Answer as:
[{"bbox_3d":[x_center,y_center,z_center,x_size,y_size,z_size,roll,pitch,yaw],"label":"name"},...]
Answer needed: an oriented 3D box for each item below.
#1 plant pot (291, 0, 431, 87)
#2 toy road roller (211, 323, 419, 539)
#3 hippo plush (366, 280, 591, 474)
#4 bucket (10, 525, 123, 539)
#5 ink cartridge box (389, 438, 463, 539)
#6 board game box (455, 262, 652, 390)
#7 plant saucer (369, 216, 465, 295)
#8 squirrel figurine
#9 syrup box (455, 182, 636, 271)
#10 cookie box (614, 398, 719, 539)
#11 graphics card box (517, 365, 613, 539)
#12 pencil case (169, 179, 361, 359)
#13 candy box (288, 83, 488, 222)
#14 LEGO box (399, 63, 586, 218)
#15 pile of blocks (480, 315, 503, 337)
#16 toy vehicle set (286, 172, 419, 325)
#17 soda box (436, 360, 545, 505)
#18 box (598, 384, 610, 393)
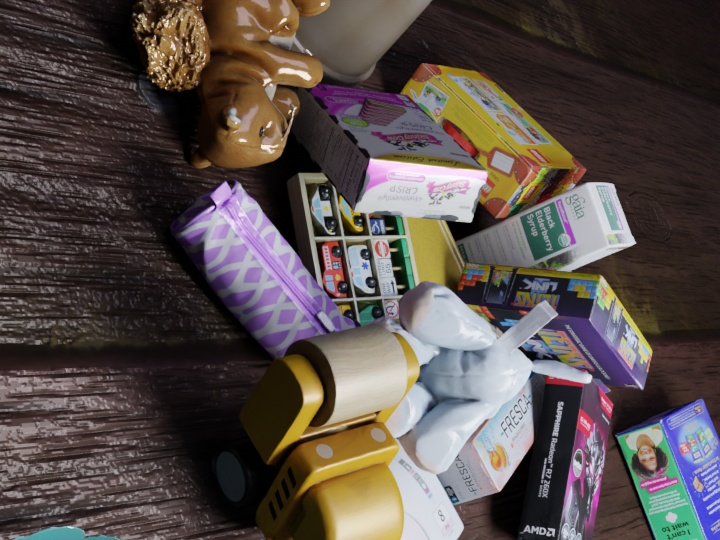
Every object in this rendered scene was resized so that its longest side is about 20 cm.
[{"bbox_3d":[-0.008,-0.317,1.322,0.200,0.173,0.201,30,48,-40],"label":"plant pot"},{"bbox_3d":[-0.018,0.155,0.968,0.123,0.200,0.146,-10,52,-40],"label":"toy road roller"},{"bbox_3d":[0.071,0.075,1.112,0.160,0.200,0.161,59,-6,-13],"label":"hippo plush"},{"bbox_3d":[-0.206,0.268,0.721,0.207,0.135,0.208,30,48,-40],"label":"bucket"},{"bbox_3d":[0.007,0.206,1.120,0.162,0.057,0.201,-38,105,-55],"label":"ink cartridge box"},{"bbox_3d":[0.220,0.065,1.344,0.200,0.165,0.057,44,60,-50],"label":"board game box"},{"bbox_3d":[0.054,-0.013,1.321,0.200,0.048,0.201,-24,88,-56],"label":"plant saucer"},{"bbox_3d":[-0.138,-0.193,1.136,0.199,0.141,0.187,23,61,-26],"label":"squirrel figurine"},{"bbox_3d":[0.213,-0.031,1.406,0.081,0.200,0.079,-5,74,-54],"label":"syrup box"},{"bbox_3d":[0.444,0.292,1.616,0.171,0.075,0.201,-8,75,-55],"label":"cookie box"},{"bbox_3d":[0.231,0.221,1.328,0.125,0.051,0.201,45,55,-55],"label":"graphics card box"},{"bbox_3d":[-0.086,0.010,1.087,0.084,0.085,0.200,-47,108,-20],"label":"pencil case"},{"bbox_3d":[0.023,-0.125,1.217,0.136,0.061,0.200,3,29,-28],"label":"candy box"},{"bbox_3d":[0.157,-0.159,1.456,0.200,0.077,0.149,48,29,24],"label":"LEGO box"},{"bbox_3d":[0.088,0.116,1.259,0.062,0.082,0.200,44,48,1],"label":"pile of blocks"},{"bbox_3d":[0.000,0.000,1.208,0.124,0.026,0.201,-3,77,-34],"label":"toy vehicle set"},{"bbox_3d":[0.147,0.174,1.304,0.064,0.068,0.200,61,34,-6],"label":"soda box"},{"bbox_3d":[0.259,0.056,1.554,0.200,0.039,0.137,42,39,-29],"label":"box"}]
